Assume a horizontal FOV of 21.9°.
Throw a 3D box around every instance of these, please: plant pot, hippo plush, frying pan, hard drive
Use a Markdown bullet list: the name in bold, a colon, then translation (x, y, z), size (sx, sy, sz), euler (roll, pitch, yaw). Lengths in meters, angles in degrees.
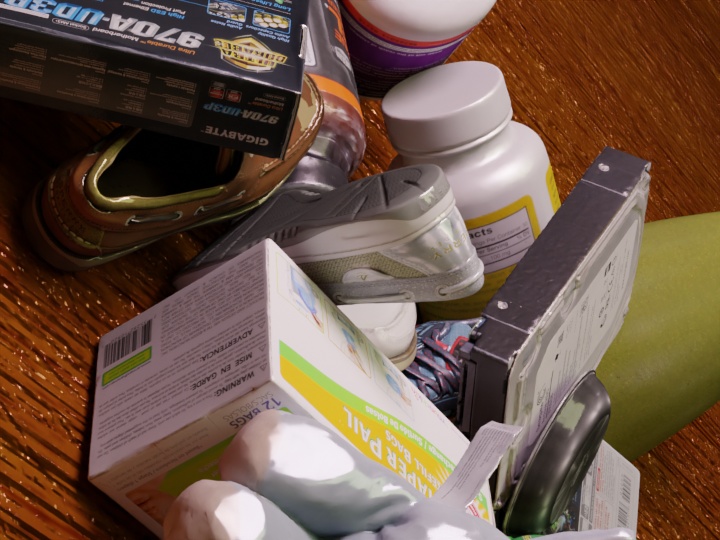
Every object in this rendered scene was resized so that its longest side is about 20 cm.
- **plant pot**: translation (0.240, 0.035, 1.442), size (0.187, 0.200, 0.187), euler (46, 28, -33)
- **hippo plush**: translation (-0.017, 0.160, 0.841), size (0.159, 0.161, 0.200), euler (42, 49, 14)
- **frying pan**: translation (0.128, 0.123, 1.162), size (0.031, 0.115, 0.190), euler (27, -8, 17)
- **hard drive**: translation (0.115, 0.036, 1.117), size (0.200, 0.038, 0.140), euler (-49, 153, -40)

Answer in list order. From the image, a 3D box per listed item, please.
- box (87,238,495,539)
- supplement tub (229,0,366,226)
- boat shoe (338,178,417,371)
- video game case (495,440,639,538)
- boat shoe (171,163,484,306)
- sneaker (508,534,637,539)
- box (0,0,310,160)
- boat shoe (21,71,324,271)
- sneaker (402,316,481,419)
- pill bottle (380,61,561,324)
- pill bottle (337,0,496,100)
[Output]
- **box**: translation (-0.028, 0.099, 0.928), size (0.200, 0.112, 0.101), euler (47, 24, -34)
- **supplement tub**: translation (-0.056, -0.109, 1.107), size (0.107, 0.107, 0.200), euler (33, 37, -49)
- **boat shoe**: translation (0.000, 0.000, 1.105), size (0.200, 0.075, 0.068), euler (-93, -172, -70)
- **video game case**: translation (0.125, 0.185, 1.207), size (0.182, 0.023, 0.200), euler (40, 48, -42)
- **boat shoe**: translation (-0.022, -0.003, 0.961), size (0.074, 0.202, 0.065), euler (-44, 111, -42)
- **sneaker**: translation (0.150, 0.205, 1.139), size (0.200, 0.084, 0.074), euler (24, 60, -51)
- **box**: translation (-0.124, -0.140, 0.929), size (0.200, 0.046, 0.159), euler (12, 40, -9)
- **boat shoe**: translation (-0.079, -0.060, 0.954), size (0.200, 0.068, 0.072), euler (-38, 93, -41)
- **sneaker**: translation (0.031, 0.060, 1.116), size (0.079, 0.095, 0.200), euler (63, 23, 1)
- **pill bottle**: translation (0.079, -0.031, 1.228), size (0.111, 0.111, 0.200), euler (-73, 150, -58)
- **pill bottle**: translation (0.020, -0.182, 1.238), size (0.113, 0.112, 0.200), euler (65, -17, 5)
